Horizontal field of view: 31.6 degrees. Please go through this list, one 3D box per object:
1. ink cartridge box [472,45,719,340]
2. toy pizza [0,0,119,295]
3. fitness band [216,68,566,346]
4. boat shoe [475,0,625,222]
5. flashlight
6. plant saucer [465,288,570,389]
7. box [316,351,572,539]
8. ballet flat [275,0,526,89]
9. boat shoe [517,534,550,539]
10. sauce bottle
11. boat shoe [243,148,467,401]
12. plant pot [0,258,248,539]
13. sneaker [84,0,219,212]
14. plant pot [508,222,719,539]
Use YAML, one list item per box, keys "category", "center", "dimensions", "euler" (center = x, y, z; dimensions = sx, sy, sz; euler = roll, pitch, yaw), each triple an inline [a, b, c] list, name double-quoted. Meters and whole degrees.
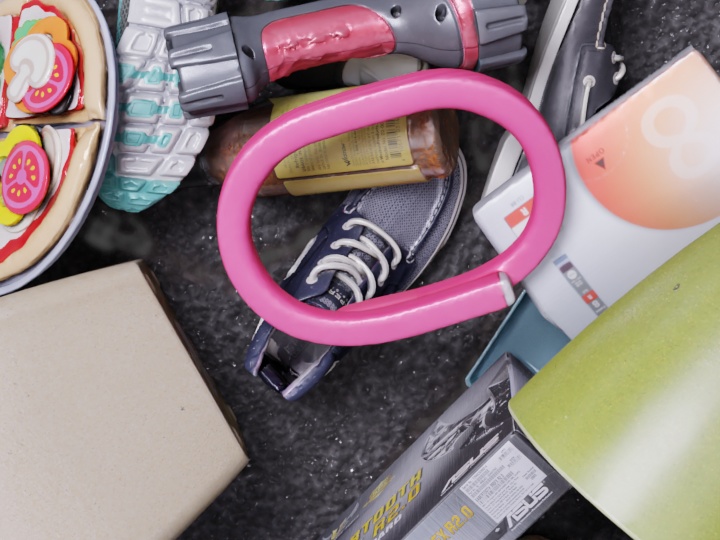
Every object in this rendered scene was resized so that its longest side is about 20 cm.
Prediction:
- category: "ink cartridge box"
  center: [0.186, -0.003, 0.745]
  dimensions: [0.162, 0.050, 0.200]
  euler: [-37, 86, 18]
- category: "toy pizza"
  center: [-0.218, -0.084, 0.772]
  dimensions: [0.200, 0.032, 0.201]
  euler: [-12, 72, 40]
- category: "fitness band"
  center: [0.018, -0.034, 0.720]
  dimensions: [0.200, 0.037, 0.144]
  euler: [-16, 109, 5]
- category: "boat shoe"
  center: [0.132, -0.113, 0.795]
  dimensions: [0.060, 0.074, 0.200]
  euler: [19, 100, 0]
- category: "flashlight"
  center: [-0.008, -0.129, 0.724]
  dimensions: [0.200, 0.068, 0.068]
  euler: [-14, 88, -5]
- category: "plant saucer"
  center: [0.150, 0.008, 0.837]
  dimensions: [0.070, 0.019, 0.200]
  euler: [32, 96, -1]
- category: "box"
  center: [0.040, 0.153, 0.779]
  dimensions: [0.048, 0.158, 0.200]
  euler: [42, 103, -5]
- category: "ballet flat"
  center: [0.039, -0.157, 0.790]
  dimensions: [0.200, 0.068, 0.068]
  euler: [-33, 69, 6]
- category: "boat shoe"
  center: [0.174, 0.247, 0.838]
  dimensions: [0.200, 0.069, 0.074]
  euler: [44, 130, 17]
- category: "sauce bottle"
  center: [-0.040, -0.079, 0.795]
  dimensions: [0.199, 0.066, 0.066]
  euler: [-3, 97, 17]
- category: "boat shoe"
  center: [0.000, 0.000, 0.804]
  dimensions: [0.075, 0.093, 0.200]
  euler: [34, 97, -2]
- category: "plant pot"
  center: [-0.178, 0.094, 0.783]
  dimensions: [0.177, 0.200, 0.200]
  euler: [-29, 95, -7]
- category: "sneaker"
  center: [-0.122, -0.134, 0.793]
  dimensions: [0.077, 0.091, 0.200]
  euler: [14, 89, -9]
- category: "plant pot"
  center: [0.212, 0.050, 0.672]
  dimensions: [0.187, 0.187, 0.200]
  euler: [36, 98, -2]
